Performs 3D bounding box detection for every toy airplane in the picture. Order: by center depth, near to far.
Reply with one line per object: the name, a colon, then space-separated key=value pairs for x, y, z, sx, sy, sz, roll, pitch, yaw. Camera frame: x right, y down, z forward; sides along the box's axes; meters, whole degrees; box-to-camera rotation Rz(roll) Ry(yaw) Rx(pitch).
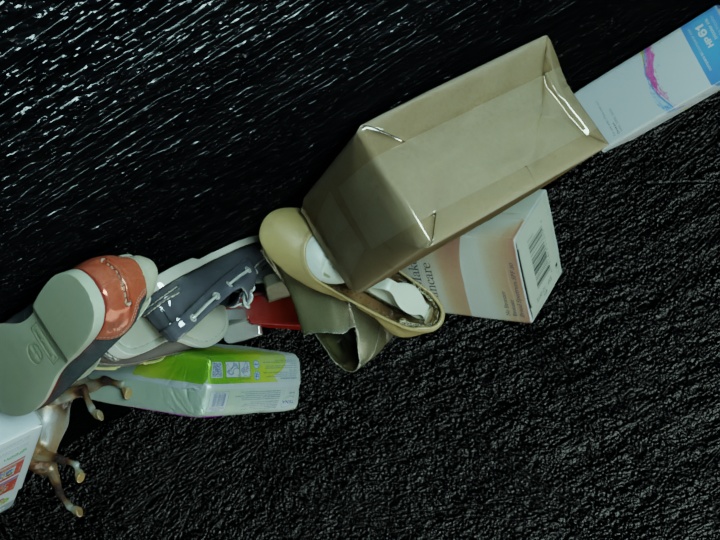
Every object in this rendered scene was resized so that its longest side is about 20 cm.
toy airplane: x=-0.070 y=0.019 z=1.216 sx=0.199 sy=0.142 sz=0.200 roll=12 pitch=171 yaw=-40

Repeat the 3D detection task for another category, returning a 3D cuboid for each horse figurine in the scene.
horse figurine: x=-0.310 y=0.155 z=1.114 sx=0.050 sy=0.132 sz=0.201 roll=22 pitch=88 yaw=-57

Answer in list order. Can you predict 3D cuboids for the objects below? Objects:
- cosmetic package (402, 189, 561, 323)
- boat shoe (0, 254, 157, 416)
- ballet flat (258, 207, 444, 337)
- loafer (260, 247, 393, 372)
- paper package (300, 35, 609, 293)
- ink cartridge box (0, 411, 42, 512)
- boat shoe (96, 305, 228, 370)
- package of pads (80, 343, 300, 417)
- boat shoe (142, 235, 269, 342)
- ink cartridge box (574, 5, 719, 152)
cosmetic package: x=0.084 y=-0.021 z=1.068 sx=0.199 sy=0.104 sz=0.087 roll=5 pitch=-141 yaw=33
boat shoe: x=-0.215 y=0.046 z=0.784 sx=0.200 sy=0.071 sz=0.062 roll=-37 pitch=175 yaw=42
ballet flat: x=0.000 y=0.000 z=0.998 sx=0.063 sy=0.200 sz=0.069 roll=5 pitch=-112 yaw=59
loafer: x=-0.032 y=0.028 z=1.063 sx=0.076 sy=0.200 sz=0.068 roll=-6 pitch=-132 yaw=39
paper package: x=0.069 y=-0.081 z=0.894 sx=0.190 sy=0.104 sz=0.200 roll=-29 pitch=177 yaw=-19
ink cartridge box: x=-0.373 y=0.172 z=0.870 sx=0.200 sy=0.084 sz=0.176 roll=-26 pitch=160 yaw=-37
boat shoe: x=-0.198 y=0.054 z=1.037 sx=0.059 sy=0.072 sz=0.200 roll=-23 pitch=176 yaw=25
package of pads: x=-0.181 y=0.113 z=1.159 sx=0.199 sy=0.069 sz=0.154 roll=4 pitch=179 yaw=36
boat shoe: x=-0.135 y=0.018 z=1.033 sx=0.073 sy=0.063 sz=0.200 roll=-33 pitch=176 yaw=31
ink cartridge box: x=0.376 y=-0.234 z=1.323 sx=0.200 sy=0.085 sz=0.144 roll=-32 pitch=175 yaw=32
